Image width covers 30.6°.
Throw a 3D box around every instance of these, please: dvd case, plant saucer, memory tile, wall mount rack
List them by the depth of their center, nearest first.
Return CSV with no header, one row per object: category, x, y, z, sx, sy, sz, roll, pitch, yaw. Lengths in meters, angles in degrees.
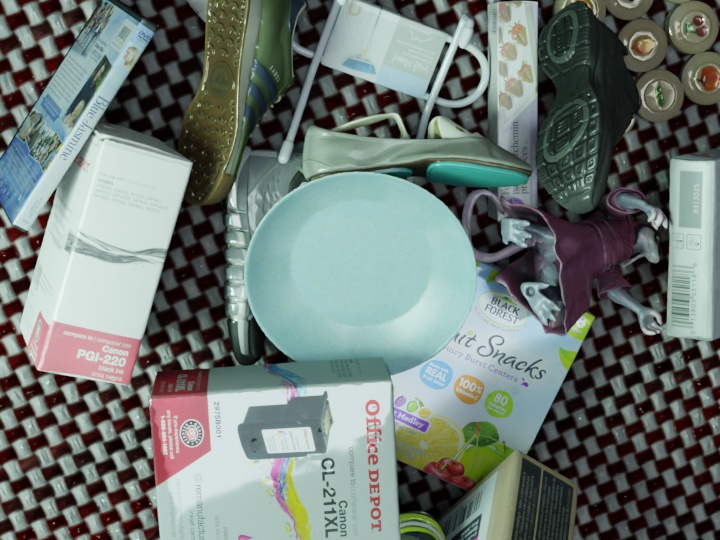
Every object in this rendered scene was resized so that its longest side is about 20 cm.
dvd case,-0.247,-0.138,1.113,0.018,0.143,0.200,31,95,-30
plant saucer,0.000,0.000,1.146,0.201,0.039,0.201,0,117,0
wall mount rack,0.013,-0.165,1.174,0.200,0.075,0.174,18,110,-8
memory tile,0.255,-0.233,1.220,0.153,0.017,0.200,-19,101,-3

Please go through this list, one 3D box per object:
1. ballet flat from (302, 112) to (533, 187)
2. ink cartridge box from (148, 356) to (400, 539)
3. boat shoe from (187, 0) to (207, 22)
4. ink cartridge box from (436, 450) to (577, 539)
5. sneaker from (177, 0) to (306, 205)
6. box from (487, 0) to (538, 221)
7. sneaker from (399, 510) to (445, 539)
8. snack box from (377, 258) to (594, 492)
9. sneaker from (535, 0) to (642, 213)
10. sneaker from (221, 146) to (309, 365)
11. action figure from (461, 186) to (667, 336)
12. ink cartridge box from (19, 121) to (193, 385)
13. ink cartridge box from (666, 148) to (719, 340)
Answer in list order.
ballet flat,0.050,-0.105,1.132,0.200,0.067,0.064,-1,79,-5
ink cartridge box,-0.069,0.156,1.103,0.200,0.083,0.146,-4,99,-4
boat shoe,-0.074,-0.294,1.142,0.200,0.071,0.069,-45,103,3
ink cartridge box,0.101,0.282,1.169,0.075,0.165,0.200,33,127,-10
sneaker,-0.093,-0.152,1.125,0.090,0.067,0.200,-8,117,-48
box,0.139,-0.146,1.208,0.039,0.041,0.200,-2,98,-7
sneaker,-0.009,0.287,1.133,0.200,0.081,0.074,-40,102,4
snack box,0.096,0.092,1.227,0.169,0.068,0.200,24,94,-9
sneaker,0.207,-0.138,1.148,0.091,0.076,0.200,23,62,-33
sneaker,-0.066,-0.014,1.189,0.115,0.075,0.200,-2,98,-9
action figure,0.203,-0.014,1.198,0.200,0.149,0.134,-20,124,-44
ink cartridge box,-0.221,-0.021,1.127,0.085,0.146,0.200,12,98,-23
ink cartridge box,0.345,-0.032,1.212,0.050,0.200,0.162,6,101,36
